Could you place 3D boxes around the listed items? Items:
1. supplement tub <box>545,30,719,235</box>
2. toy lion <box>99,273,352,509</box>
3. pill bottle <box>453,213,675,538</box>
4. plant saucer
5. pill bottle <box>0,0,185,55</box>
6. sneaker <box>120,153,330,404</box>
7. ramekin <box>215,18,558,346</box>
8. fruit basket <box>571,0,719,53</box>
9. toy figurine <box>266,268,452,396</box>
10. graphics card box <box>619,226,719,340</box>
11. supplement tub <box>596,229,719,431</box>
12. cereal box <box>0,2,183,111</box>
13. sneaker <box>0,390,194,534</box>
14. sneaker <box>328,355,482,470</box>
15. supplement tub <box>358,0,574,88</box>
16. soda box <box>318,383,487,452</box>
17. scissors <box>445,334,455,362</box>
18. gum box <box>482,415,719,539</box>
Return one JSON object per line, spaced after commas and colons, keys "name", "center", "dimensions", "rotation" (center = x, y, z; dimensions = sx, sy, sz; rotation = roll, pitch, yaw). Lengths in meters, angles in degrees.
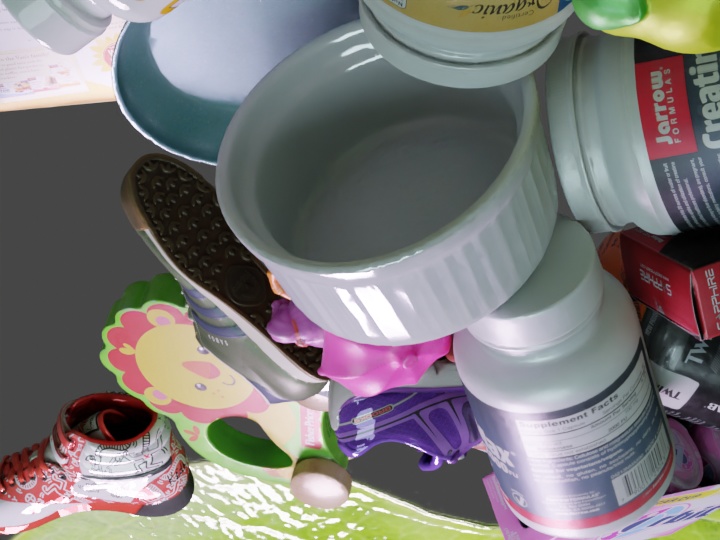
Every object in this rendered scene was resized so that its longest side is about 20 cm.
{"name": "supplement tub", "center": [0.224, -0.099, 1.517], "dimensions": [0.199, 0.141, 0.140], "rotation": [-10, 137, 19]}
{"name": "toy lion", "center": [-0.095, 0.082, 1.849], "dimensions": [0.191, 0.069, 0.200], "rotation": [9, 141, 9]}
{"name": "pill bottle", "center": [0.123, 0.063, 1.574], "dimensions": [0.119, 0.120, 0.200], "rotation": [-6, 134, 16]}
{"name": "plant saucer", "center": [-0.058, -0.143, 1.563], "dimensions": [0.199, 0.036, 0.200], "rotation": [-8, 142, -6]}
{"name": "pill bottle", "center": [-0.115, -0.212, 1.425], "dimensions": [0.200, 0.113, 0.113], "rotation": [-35, 126, 19]}
{"name": "sneaker", "center": [-0.100, 0.016, 1.722], "dimensions": [0.200, 0.067, 0.090], "rotation": [45, 144, -1]}
{"name": "ramekin", "center": [0.022, -0.051, 1.503], "dimensions": [0.200, 0.201, 0.098], "rotation": [-8, 140, 18]}
{"name": "fruit basket", "center": [0.220, -0.180, 1.364], "dimensions": [0.215, 0.216, 0.156], "rotation": [21, 138, -15]}
{"name": "toy figurine", "center": [0.000, 0.000, 1.618], "dimensions": [0.199, 0.184, 0.150], "rotation": [-1, 128, 19]}
{"name": "graphics card box", "center": [0.274, -0.020, 1.556], "dimensions": [0.199, 0.125, 0.051], "rotation": [-17, 105, -10]}
{"name": "supplement tub", "center": [0.250, 0.048, 1.698], "dimensions": [0.199, 0.123, 0.123], "rotation": [18, 139, -12]}
{"name": "cereal box", "center": [-0.199, -0.185, 1.561], "dimensions": [0.143, 0.040, 0.200], "rotation": [-4, 138, 10]}
{"name": "sneaker", "center": [-0.234, 0.143, 1.933], "dimensions": [0.201, 0.067, 0.108], "rotation": [-5, 137, 9]}
{"name": "sneaker", "center": [0.070, 0.094, 1.707], "dimensions": [0.199, 0.081, 0.084], "rotation": [-1, 100, -20]}
{"name": "supplement tub", "center": [0.065, -0.215, 1.403], "dimensions": [0.144, 0.145, 0.200], "rotation": [7, 140, 1]}
{"name": "soda box", "center": [0.064, 0.075, 1.783], "dimensions": [0.200, 0.069, 0.064], "rotation": [20, 139, -25]}
{"name": "scissors", "center": [0.097, 0.043, 1.724], "dimensions": [0.073, 0.200, 0.014], "rotation": [6, 100, 30]}
{"name": "gum box", "center": [0.192, 0.148, 1.794], "dimensions": [0.200, 0.066, 0.113], "rotation": [-3, 156, -46]}
